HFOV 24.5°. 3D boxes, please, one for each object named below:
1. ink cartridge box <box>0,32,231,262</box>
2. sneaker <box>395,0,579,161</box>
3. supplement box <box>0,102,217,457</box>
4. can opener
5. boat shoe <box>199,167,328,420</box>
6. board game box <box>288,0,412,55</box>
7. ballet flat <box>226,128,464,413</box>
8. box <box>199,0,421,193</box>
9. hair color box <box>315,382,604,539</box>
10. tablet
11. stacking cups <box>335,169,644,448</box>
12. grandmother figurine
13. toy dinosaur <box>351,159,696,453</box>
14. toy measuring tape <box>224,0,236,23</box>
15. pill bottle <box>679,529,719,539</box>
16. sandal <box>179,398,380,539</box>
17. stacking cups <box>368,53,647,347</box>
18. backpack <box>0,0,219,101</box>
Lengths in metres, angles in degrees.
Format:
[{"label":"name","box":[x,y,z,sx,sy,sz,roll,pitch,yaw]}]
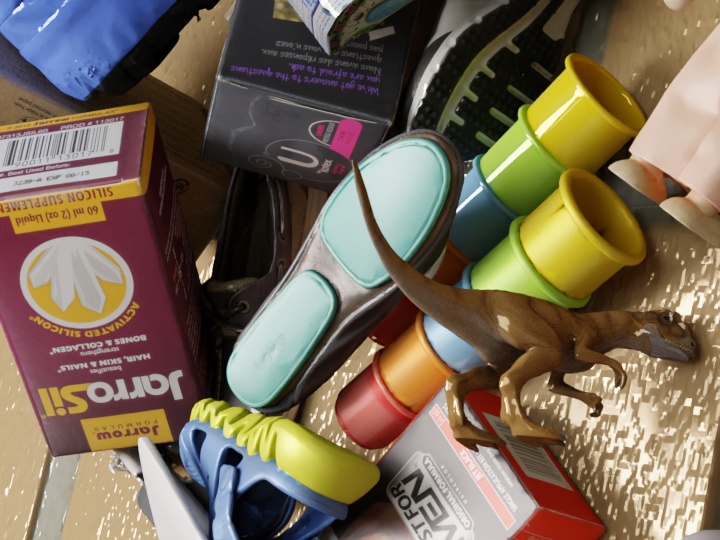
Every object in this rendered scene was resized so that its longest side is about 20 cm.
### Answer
[{"label":"ink cartridge box","box":[-0.193,-0.097,1.101,0.075,0.199,0.165,-55,28,16]},{"label":"sneaker","box":[0.079,-0.149,0.959,0.080,0.074,0.201,21,74,54]},{"label":"supplement box","box":[-0.160,0.010,1.017,0.109,0.201,0.086,-8,37,5]},{"label":"can opener","box":[-0.109,0.137,1.043,0.067,0.052,0.200,-57,43,12]},{"label":"boat shoe","box":[-0.069,0.019,1.044,0.072,0.065,0.202,-1,74,42]},{"label":"board game box","box":[0.034,-0.219,0.899,0.199,0.062,0.200,-35,70,-5]},{"label":"ballet flat","box":[0.000,0.000,0.909,0.200,0.073,0.073,-51,44,26]},{"label":"box","box":[-0.020,-0.164,0.994,0.122,0.105,0.201,118,166,-69]},{"label":"hair color box","box":[0.027,0.168,0.884,0.200,0.061,0.102,-52,45,17]},{"label":"tablet","box":[-0.077,0.192,0.899,0.200,0.014,0.131,49,154,49]},{"label":"stacking cups","box":[0.065,0.033,0.900,0.200,0.060,0.061,-45,46,28]},{"label":"grandmother figurine","box":[0.205,-0.118,0.832,0.121,0.060,0.201,39,100,19]},{"label":"toy dinosaur","box":[0.067,0.031,0.819,0.060,0.199,0.107,148,135,-62]},{"label":"toy measuring tape","box":[-0.064,-0.138,1.103,0.074,0.073,0.200,-51,45,17]},{"label":"pill bottle","box":[0.145,0.187,0.715,0.200,0.112,0.113,-48,45,19]},{"label":"sandal","box":[-0.063,0.125,0.921,0.088,0.079,0.200,-64,16,-10]},{"label":"stacking cups","box":[0.074,-0.029,0.930,0.200,0.060,0.061,-48,45,26]},{"label":"backpack","box":[-0.165,-0.197,1.004,0.163,0.167,0.200,-49,17,13]}]
